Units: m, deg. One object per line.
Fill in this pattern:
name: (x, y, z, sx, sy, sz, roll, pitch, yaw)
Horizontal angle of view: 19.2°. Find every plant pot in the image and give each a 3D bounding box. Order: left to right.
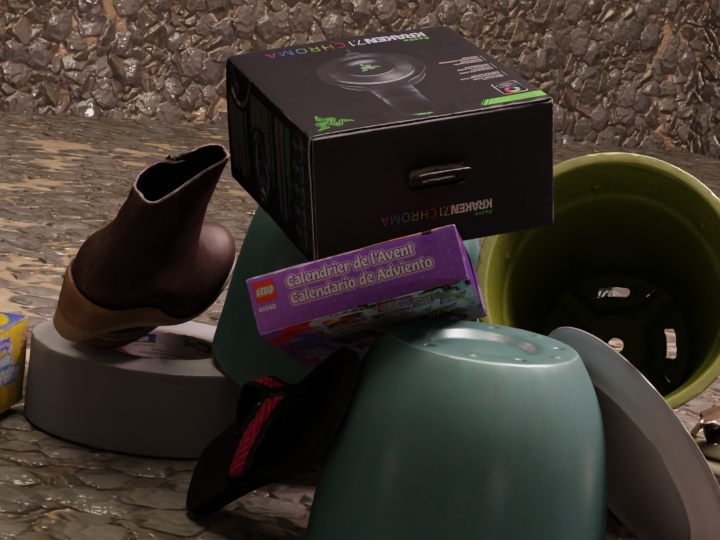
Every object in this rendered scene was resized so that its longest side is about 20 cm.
plant pot: (0.000, 0.000, 1.594, 0.199, 0.162, 0.201, 10, 24, -4)
plant pot: (0.068, 0.122, 1.360, 0.199, 0.162, 0.201, 7, 9, -1)
plant pot: (0.192, 0.038, 1.609, 0.198, 0.202, 0.190, 9, -15, 10)

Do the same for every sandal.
sandal: (-0.069, 0.105, 1.381, 0.045, 0.076, 0.200, 32, -42, -21)
sandal: (0.287, 0.131, 1.627, 0.200, 0.058, 0.080, 9, 11, -34)

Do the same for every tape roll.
tape roll: (-0.161, 0.088, 1.660, 0.198, 0.067, 0.200, 8, 10, -1)

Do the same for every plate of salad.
plate of salad: (0.191, 0.119, 1.415, 0.048, 0.201, 0.200, -32, 25, -18)

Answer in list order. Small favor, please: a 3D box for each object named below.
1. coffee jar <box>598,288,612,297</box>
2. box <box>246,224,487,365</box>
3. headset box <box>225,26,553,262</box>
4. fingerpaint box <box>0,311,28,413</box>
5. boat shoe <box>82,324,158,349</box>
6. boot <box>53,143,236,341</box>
coffee jar: (0.186, 0.012, 1.948, 0.104, 0.202, 0.085, 1, 11, -29)
box: (0.009, 0.019, 1.398, 0.136, 0.039, 0.200, -15, -9, 4)
headset box: (0.019, -0.086, 1.434, 0.173, 0.094, 0.200, -10, 24, -17)
fingerpaint box: (-0.356, 0.074, 1.569, 0.165, 0.074, 0.200, 8, 10, 8)
boat shoe: (-0.180, 0.017, 1.674, 0.072, 0.068, 0.200, 42, 31, -2)
boot: (-0.129, -0.029, 1.560, 0.072, 0.167, 0.200, 47, 39, 12)
